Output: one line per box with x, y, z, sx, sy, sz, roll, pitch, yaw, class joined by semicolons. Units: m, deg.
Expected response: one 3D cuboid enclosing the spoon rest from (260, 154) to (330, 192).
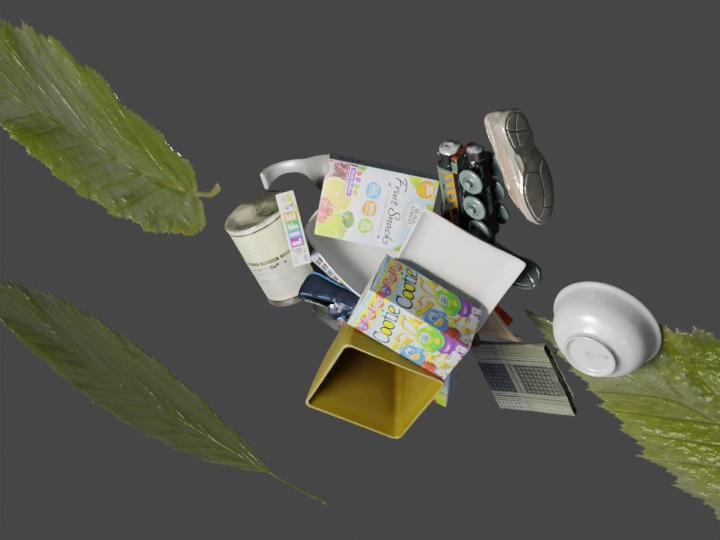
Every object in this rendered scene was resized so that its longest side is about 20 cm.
-0.095;-0.188;1.740;0.199;0.061;0.100;5;136;21;spoon rest

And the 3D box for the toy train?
0.185;-0.132;1.517;0.114;0.085;0.201;23;143;37;toy train

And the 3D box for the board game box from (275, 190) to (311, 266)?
-0.127;-0.081;1.694;0.200;0.034;0.135;-141;37;-85;board game box

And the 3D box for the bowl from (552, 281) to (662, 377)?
0.421;0.124;1.575;0.200;0.090;0.202;25;144;20;bowl

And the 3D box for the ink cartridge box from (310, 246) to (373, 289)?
0.000;0.000;1.796;0.200;0.084;0.176;42;160;-1;ink cartridge box

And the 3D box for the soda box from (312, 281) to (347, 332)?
-0.007;0.103;1.876;0.199;0.063;0.071;31;136;26;soda box

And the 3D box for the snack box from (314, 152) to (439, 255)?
0.028;-0.118;1.580;0.198;0.053;0.143;12;111;-3;snack box

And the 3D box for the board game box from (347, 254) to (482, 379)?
0.096;0.082;1.566;0.199;0.103;0.105;30;134;-2;board game box

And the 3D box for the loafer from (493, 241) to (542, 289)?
0.236;-0.021;1.605;0.199;0.063;0.072;29;100;17;loafer

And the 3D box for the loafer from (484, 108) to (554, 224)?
0.255;-0.169;1.429;0.063;0.072;0.201;17;136;55;loafer

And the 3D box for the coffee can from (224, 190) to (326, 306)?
-0.177;-0.046;1.882;0.146;0.147;0.201;2;131;41;coffee can

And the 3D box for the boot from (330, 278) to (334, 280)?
-0.003;0.108;1.978;0.130;0.068;0.201;12;129;38;boot

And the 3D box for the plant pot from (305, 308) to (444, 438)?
0.034;0.165;1.676;0.199;0.177;0.200;22;133;-12;plant pot

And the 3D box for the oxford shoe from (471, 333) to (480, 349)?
0.145;0.128;1.803;0.199;0.071;0.075;17;133;-14;oxford shoe

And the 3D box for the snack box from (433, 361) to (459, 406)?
0.141;0.194;1.930;0.142;0.053;0.201;24;142;19;snack box

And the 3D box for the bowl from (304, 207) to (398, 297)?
0.020;-0.070;1.661;0.200;0.200;0.075;48;-177;-3;bowl

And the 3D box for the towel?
0.335;0.214;1.816;0.199;0.035;0.193;0;126;46;towel

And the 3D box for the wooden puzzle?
0.207;0.051;1.694;0.200;0.046;0.185;46;167;-18;wooden puzzle

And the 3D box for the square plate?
0.161;-0.002;1.556;0.199;0.029;0.199;28;133;0;square plate

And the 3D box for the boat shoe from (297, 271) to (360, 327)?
-0.041;0.076;1.803;0.199;0.069;0.084;24;156;35;boat shoe
